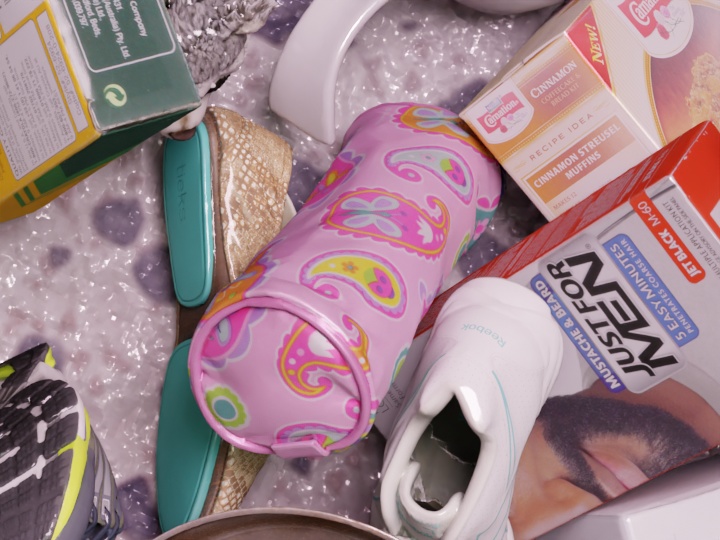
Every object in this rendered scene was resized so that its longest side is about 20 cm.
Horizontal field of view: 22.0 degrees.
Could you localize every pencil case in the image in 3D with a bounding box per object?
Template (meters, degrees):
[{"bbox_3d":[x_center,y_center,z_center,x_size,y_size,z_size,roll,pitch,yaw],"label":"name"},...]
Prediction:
[{"bbox_3d":[0.000,0.000,0.799,0.087,0.087,0.200,46,34,-7],"label":"pencil case"}]

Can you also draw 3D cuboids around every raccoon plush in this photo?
[{"bbox_3d":[-0.113,-0.149,0.801,0.096,0.134,0.201,-31,92,-19],"label":"raccoon plush"}]

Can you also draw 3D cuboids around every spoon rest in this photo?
[{"bbox_3d":[0.039,-0.136,0.867,0.099,0.061,0.200,33,56,28],"label":"spoon rest"}]

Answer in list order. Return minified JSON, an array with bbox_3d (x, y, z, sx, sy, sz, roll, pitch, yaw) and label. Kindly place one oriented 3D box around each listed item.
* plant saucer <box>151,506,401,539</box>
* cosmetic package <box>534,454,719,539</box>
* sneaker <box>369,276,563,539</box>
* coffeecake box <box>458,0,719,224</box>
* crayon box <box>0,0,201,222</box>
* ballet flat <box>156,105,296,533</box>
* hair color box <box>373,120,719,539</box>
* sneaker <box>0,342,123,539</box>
[{"bbox_3d":[-0.026,0.186,0.791,0.199,0.032,0.201,3,110,9],"label":"plant saucer"},{"bbox_3d":[0.208,0.183,0.864,0.199,0.123,0.201,-14,87,-19],"label":"cosmetic package"},{"bbox_3d":[0.031,0.101,0.797,0.070,0.201,0.080,19,36,15],"label":"sneaker"},{"bbox_3d":[0.159,-0.046,0.872,0.200,0.073,0.154,49,39,-6],"label":"coffeecake box"},{"bbox_3d":[-0.149,-0.092,0.759,0.051,0.200,0.126,-20,89,-35],"label":"crayon box"},{"bbox_3d":[-0.053,0.027,0.836,0.065,0.070,0.201,6,84,-34],"label":"ballet flat"},{"bbox_3d":[0.101,0.037,0.812,0.111,0.200,0.064,51,39,-5],"label":"hair color box"},{"bbox_3d":[-0.125,0.088,0.739,0.074,0.200,0.081,-32,105,-2],"label":"sneaker"}]
